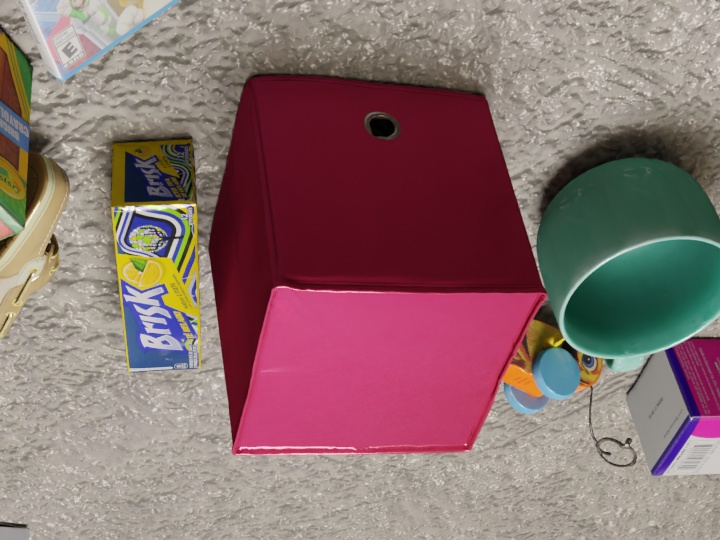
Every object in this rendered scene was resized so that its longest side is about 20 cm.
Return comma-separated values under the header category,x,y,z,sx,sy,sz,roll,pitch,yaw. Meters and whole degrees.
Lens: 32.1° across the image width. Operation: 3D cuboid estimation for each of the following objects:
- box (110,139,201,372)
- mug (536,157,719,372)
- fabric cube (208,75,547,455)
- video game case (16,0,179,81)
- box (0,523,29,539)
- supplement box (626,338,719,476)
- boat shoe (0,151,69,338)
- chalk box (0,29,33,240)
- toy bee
category,x,y,z,sx,sy,sz,roll,pitch,yaw
box,-0.159,-0.006,0.989,0.064,0.071,0.201,-3,139,-7
mug,0.214,-0.008,1.046,0.151,0.115,0.185,14,134,-29
fabric cube,0.000,0.000,0.936,0.194,0.201,0.201,3,138,-15
video game case,-0.152,-0.224,0.719,0.143,0.018,0.201,-40,145,-21
box,-0.414,0.389,1.301,0.096,0.178,0.201,10,135,-24
supplement box,0.388,0.139,1.270,0.198,0.104,0.102,3,137,-15
boat shoe,-0.268,-0.014,0.960,0.066,0.074,0.200,8,139,-41
chalk box,-0.288,-0.078,0.771,0.123,0.201,0.125,-22,140,12
toy bee,0.178,0.085,1.174,0.130,0.109,0.200,-11,132,43
